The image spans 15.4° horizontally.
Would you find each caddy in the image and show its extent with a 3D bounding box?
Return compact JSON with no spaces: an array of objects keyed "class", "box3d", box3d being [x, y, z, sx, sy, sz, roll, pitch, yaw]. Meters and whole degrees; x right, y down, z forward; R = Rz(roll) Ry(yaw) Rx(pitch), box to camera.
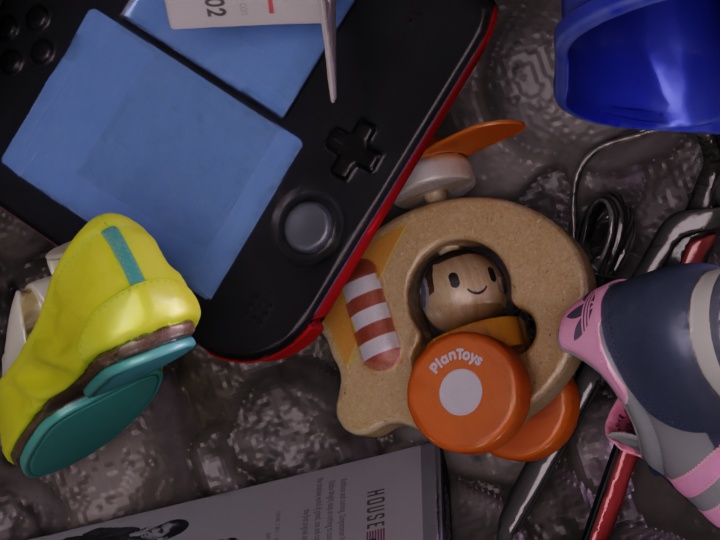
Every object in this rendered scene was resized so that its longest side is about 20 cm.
[{"class":"caddy","box3d":[0.131,-0.090,0.863,0.141,0.200,0.105,-5,80,4]}]

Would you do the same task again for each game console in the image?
[{"class":"game console","box3d":[-0.063,-0.076,1.073,0.200,0.031,0.177,33,99,25]}]

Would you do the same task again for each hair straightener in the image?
[{"class":"hair straightener","box3d":[0.094,0.023,1.093,0.077,0.041,0.200,21,98,4]}]

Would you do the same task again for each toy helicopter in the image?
[{"class":"toy helicopter","box3d":[0.000,0.000,1.080,0.200,0.079,0.132,8,87,24]}]

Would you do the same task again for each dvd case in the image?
[{"class":"dvd case","box3d":[-0.061,0.135,1.067,0.200,0.150,0.025,-14,115,7]}]

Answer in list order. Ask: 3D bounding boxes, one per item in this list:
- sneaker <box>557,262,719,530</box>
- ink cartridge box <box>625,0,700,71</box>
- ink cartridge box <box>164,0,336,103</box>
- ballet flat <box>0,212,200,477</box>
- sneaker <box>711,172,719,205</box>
[{"class":"sneaker","box3d":[0.145,0.069,1.055,0.082,0.070,0.200,-3,135,31]},{"class":"ink cartridge box","box3d":[0.149,-0.180,1.018,0.145,0.145,0.200,33,98,2]},{"class":"ink cartridge box","box3d":[-0.045,-0.172,1.006,0.068,0.115,0.200,-3,58,3]},{"class":"ballet flat","box3d":[-0.109,0.026,1.053,0.067,0.200,0.067,-23,81,-22]},{"class":"sneaker","box3d":[0.200,-0.026,1.021,0.060,0.200,0.104,-27,74,-31]}]
